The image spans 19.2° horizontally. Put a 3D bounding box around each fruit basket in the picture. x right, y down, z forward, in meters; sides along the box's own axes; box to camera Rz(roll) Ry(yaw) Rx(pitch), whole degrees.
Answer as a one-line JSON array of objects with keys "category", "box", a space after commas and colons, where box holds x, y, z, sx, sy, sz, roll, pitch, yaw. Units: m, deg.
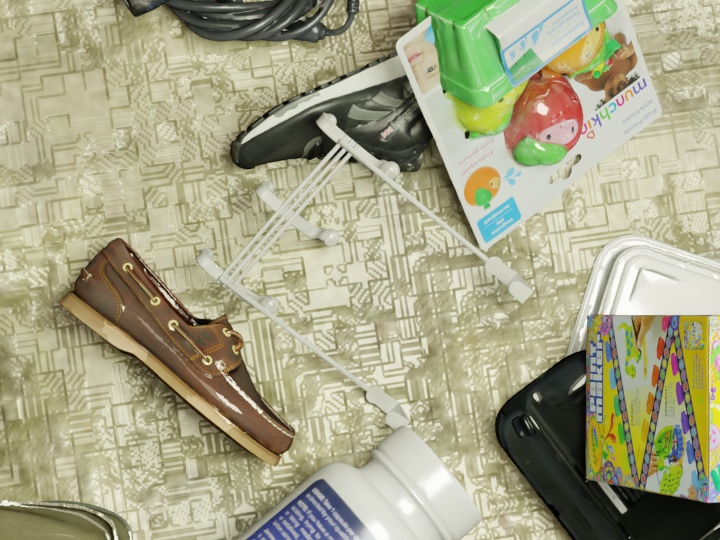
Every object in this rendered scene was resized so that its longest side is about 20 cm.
[{"category": "fruit basket", "box": [0.130, -0.136, 1.536, 0.185, 0.094, 0.200, -36, 122, -15]}]

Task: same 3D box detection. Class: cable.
[{"category": "cable", "box": [-0.078, -0.265, 1.591, 0.163, 0.051, 0.200, -3, 80, 2]}]

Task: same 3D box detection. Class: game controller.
[{"category": "game controller", "box": [0.189, 0.155, 1.552, 0.104, 0.042, 0.200, -38, 101, -4]}]

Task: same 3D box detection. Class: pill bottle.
[{"category": "pill bottle", "box": [-0.017, 0.207, 1.507, 0.200, 0.120, 0.120, -39, 89, -7]}]

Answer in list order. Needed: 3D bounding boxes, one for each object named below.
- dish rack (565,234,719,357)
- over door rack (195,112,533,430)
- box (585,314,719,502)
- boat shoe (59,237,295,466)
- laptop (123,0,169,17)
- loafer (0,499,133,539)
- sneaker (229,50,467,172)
[{"category": "dish rack", "box": [0.256, 0.075, 1.586, 0.200, 0.044, 0.172, 18, 82, -4]}, {"category": "over door rack", "box": [0.000, 0.000, 1.546, 0.200, 0.067, 0.148, 40, 99, -13]}, {"category": "box", "box": [0.283, 0.089, 1.455, 0.200, 0.193, 0.122, 1, 89, -17]}, {"category": "boat shoe", "box": [-0.121, 0.058, 1.537, 0.200, 0.070, 0.070, 40, 86, 0]}, {"category": "laptop", "box": [-0.142, -0.320, 1.576, 0.177, 0.103, 0.200, -30, 103, 1]}, {"category": "loafer", "box": [-0.261, 0.200, 1.509, 0.200, 0.070, 0.075, -2, 84, -6]}, {"category": "sneaker", "box": [0.005, -0.104, 1.567, 0.200, 0.076, 0.088, -25, 93, -7]}]
